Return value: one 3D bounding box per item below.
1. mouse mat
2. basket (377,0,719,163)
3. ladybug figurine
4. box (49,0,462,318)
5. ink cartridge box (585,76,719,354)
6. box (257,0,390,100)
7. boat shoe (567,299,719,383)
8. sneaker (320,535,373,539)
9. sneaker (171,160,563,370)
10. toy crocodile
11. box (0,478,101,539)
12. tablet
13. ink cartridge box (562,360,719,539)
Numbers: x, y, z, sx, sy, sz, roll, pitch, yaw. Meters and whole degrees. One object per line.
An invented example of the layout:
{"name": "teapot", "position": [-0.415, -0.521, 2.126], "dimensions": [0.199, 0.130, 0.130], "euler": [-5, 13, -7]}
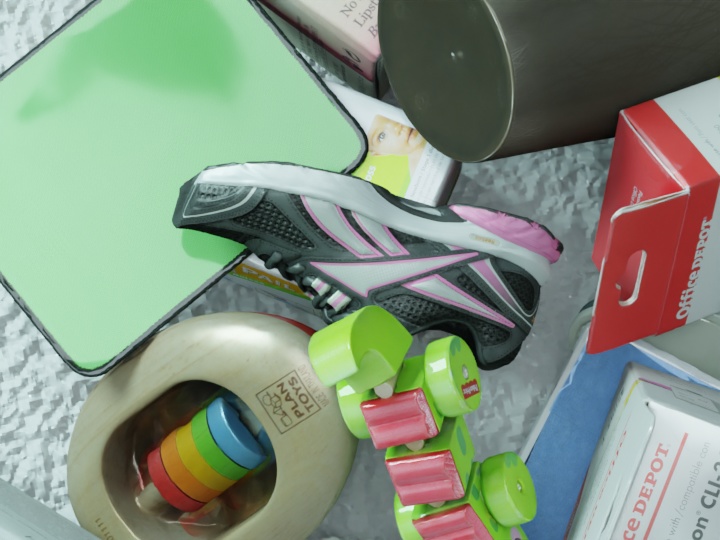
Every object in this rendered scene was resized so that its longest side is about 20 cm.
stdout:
{"name": "mouse mat", "position": [-0.116, -0.062, 1.319], "dimensions": [0.200, 0.008, 0.161], "euler": [-39, 83, -5]}
{"name": "basket", "position": [0.120, -0.139, 1.321], "dimensions": [0.199, 0.136, 0.181], "euler": [-23, 108, -30]}
{"name": "ladybug figurine", "position": [-0.071, 0.090, 1.333], "dimensions": [0.200, 0.072, 0.136], "euler": [-33, 91, 33]}
{"name": "box", "position": [-0.055, -0.052, 1.372], "dimensions": [0.199, 0.101, 0.113], "euler": [23, 82, 4]}
{"name": "ink cartridge box", "position": [0.194, -0.041, 1.324], "dimensions": [0.199, 0.117, 0.067], "euler": [-19, 52, -21]}
{"name": "box", "position": [-0.032, -0.208, 1.392], "dimensions": [0.200, 0.109, 0.128], "euler": [36, 84, 6]}
{"name": "boat shoe", "position": [0.215, 0.033, 1.386], "dimensions": [0.199, 0.073, 0.062], "euler": [2, 38, 8]}
{"name": "sneaker", "position": [0.007, 0.175, 1.354], "dimensions": [0.199, 0.076, 0.081], "euler": [-18, 72, -3]}
{"name": "sneaker", "position": [0.000, 0.000, 1.270], "dimensions": [0.199, 0.080, 0.087], "euler": [13, 85, -1]}
{"name": "toy crocodile", "position": [0.037, 0.097, 1.260], "dimensions": [0.067, 0.062, 0.201], "euler": [-15, 121, 22]}
{"name": "box", "position": [-0.220, 0.207, 1.275], "dimensions": [0.199, 0.171, 0.200], "euler": [30, 90, 18]}
{"name": "tablet", "position": [0.185, 0.127, 1.368], "dimensions": [0.199, 0.014, 0.131], "euler": [27, 96, 1]}
{"name": "ink cartridge box", "position": [0.149, 0.120, 1.263], "dimensions": [0.067, 0.200, 0.117], "euler": [20, 96, 2]}
